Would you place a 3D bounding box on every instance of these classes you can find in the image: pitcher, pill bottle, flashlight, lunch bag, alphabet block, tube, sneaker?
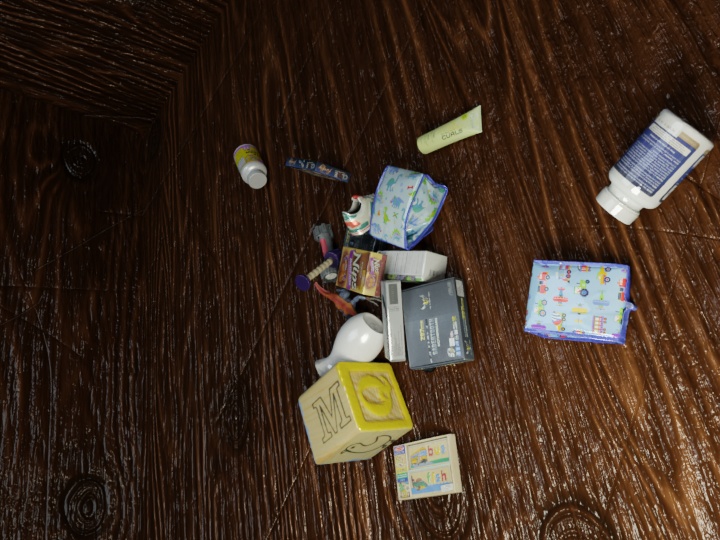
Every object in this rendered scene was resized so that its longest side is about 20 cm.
[{"bbox_3d":[-0.002,0.216,1.701,0.200,0.171,0.121,-52,42,23],"label":"pitcher"},{"bbox_3d":[-0.435,-0.413,2.506,0.104,0.104,0.200,-55,43,26],"label":"pill bottle"},{"bbox_3d":[-0.112,-0.056,2.008,0.068,0.068,0.201,-47,47,38],"label":"flashlight"},{"bbox_3d":[0.118,-0.163,1.692,0.170,0.127,0.201,24,89,52],"label":"lunch bag"},{"bbox_3d":[0.537,-0.187,1.164,0.200,0.111,0.111,-54,42,27],"label":"pill bottle"},{"bbox_3d":[-0.017,0.371,1.642,0.200,0.195,0.197,-46,53,36],"label":"alphabet block"},{"bbox_3d":[0.442,0.062,1.244,0.200,0.094,0.151,2,78,43],"label":"lunch bag"},{"bbox_3d":[0.239,-0.367,1.663,0.200,0.052,0.058,-16,107,44],"label":"tube"},{"bbox_3d":[0.029,-0.190,1.777,0.200,0.094,0.070,-44,29,-19],"label":"sneaker"}]

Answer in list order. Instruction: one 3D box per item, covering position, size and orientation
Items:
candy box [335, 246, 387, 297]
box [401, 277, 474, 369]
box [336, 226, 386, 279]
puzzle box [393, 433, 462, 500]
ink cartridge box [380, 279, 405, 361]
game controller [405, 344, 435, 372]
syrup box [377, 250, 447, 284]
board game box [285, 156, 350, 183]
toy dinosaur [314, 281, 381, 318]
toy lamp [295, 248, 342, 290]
[{"bbox_3d":[0.000,0.000,1.738,0.200,0.056,0.117,13,93,65],"label":"candy box"},{"bbox_3d":[0.185,0.131,1.527,0.157,0.051,0.201,-16,71,38],"label":"box"},{"bbox_3d":[0.009,-0.059,1.863,0.157,0.051,0.201,8,86,52],"label":"box"},{"bbox_3d":[0.159,0.479,1.524,0.200,0.025,0.134,-30,56,44],"label":"puzzle box"},{"bbox_3d":[0.077,0.125,1.622,0.174,0.043,0.201,172,95,-83],"label":"ink cartridge box"},{"bbox_3d":[0.175,0.155,1.601,0.104,0.042,0.201,19,95,39],"label":"game controller"},{"bbox_3d":[0.130,-0.008,1.667,0.200,0.079,0.082,1,81,53],"label":"syrup box"},{"bbox_3d":[-0.142,-0.334,2.074,0.200,0.135,0.035,22,97,53],"label":"board game box"},{"bbox_3d":[-0.044,0.115,1.807,0.182,0.199,0.105,-92,8,-73],"label":"toy dinosaur"},{"bbox_3d":[-0.116,-0.009,1.879,0.058,0.200,0.058,16,124,25],"label":"toy lamp"}]
